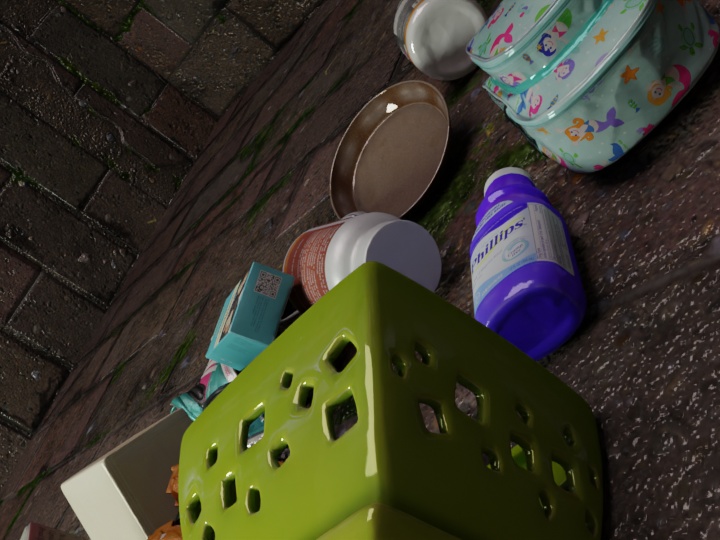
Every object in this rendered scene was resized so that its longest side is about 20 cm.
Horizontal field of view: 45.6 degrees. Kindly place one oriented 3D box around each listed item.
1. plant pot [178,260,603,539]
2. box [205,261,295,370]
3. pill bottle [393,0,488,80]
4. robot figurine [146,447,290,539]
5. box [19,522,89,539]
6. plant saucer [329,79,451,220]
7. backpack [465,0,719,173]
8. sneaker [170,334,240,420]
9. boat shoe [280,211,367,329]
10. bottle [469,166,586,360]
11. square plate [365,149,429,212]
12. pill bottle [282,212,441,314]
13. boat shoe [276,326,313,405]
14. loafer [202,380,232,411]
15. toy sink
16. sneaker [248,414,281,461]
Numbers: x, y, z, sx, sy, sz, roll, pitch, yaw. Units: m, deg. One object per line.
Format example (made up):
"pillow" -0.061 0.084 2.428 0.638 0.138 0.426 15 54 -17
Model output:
"plant pot" 0.017 0.151 0.483 0.199 0.199 0.182 -43 28 29
"box" -0.129 0.057 0.973 0.200 0.049 0.083 141 148 -68
"pill bottle" 0.108 -0.344 1.215 0.117 0.116 0.200 -50 19 14
"robot figurine" -0.079 0.205 0.717 0.198 0.059 0.146 -7 38 18
"box" -0.204 0.308 0.707 0.110 0.199 0.128 -66 19 -1
"plant saucer" 0.041 -0.138 1.065 0.199 0.034 0.202 -22 56 38
"backpack" 0.189 -0.182 0.713 0.178 0.150 0.200 -47 25 17
"sneaker" -0.202 0.163 1.163 0.121 0.084 0.200 -44 20 0
"boat shoe" -0.053 0.008 1.048 0.065 0.074 0.200 -7 -39 -51
"bottle" 0.128 -0.016 0.686 0.084 0.065 0.201 -45 21 29
"square plate" 0.034 -0.125 1.157 0.200 0.028 0.199 -48 19 19
"pill bottle" 0.000 0.000 0.896 0.113 0.112 0.200 -60 19 -15
"boat shoe" -0.087 0.114 0.966 0.066 0.075 0.199 -40 24 -15
"loafer" -0.168 0.206 1.033 0.200 0.072 0.073 -53 25 35
"toy sink" -0.192 0.263 0.880 0.112 0.201 0.130 -31 -1 -42
"sneaker" -0.107 0.166 0.895 0.200 0.077 0.080 -26 55 54
